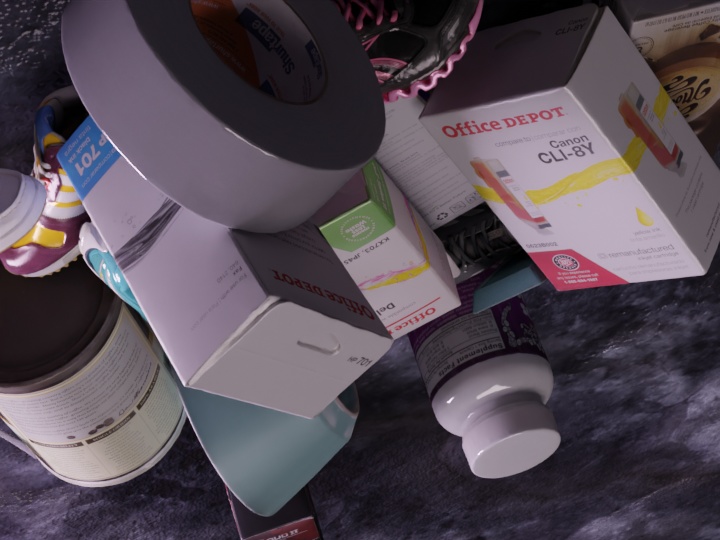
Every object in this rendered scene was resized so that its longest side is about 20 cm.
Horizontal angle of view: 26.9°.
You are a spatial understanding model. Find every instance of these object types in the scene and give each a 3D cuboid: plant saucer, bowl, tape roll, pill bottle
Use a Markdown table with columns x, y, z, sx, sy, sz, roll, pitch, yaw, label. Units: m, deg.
| x | y | z | sx | sy | sz | roll | pitch | yaw | label |
| --- | --- | --- | --- | --- | --- | --- | --- | --- | --- |
| 0.151 | -0.014 | 1.285 | 0.069 | 0.019 | 0.200 | -26 | -175 | 28 | plant saucer |
| -0.071 | 0.091 | 1.253 | 0.104 | 0.202 | 0.201 | -25 | 149 | 9 | bowl |
| -0.080 | -0.123 | 0.911 | 0.199 | 0.202 | 0.066 | 13 | 136 | -43 | tape roll |
| 0.105 | 0.075 | 1.328 | 0.111 | 0.202 | 0.113 | -14 | 149 | -9 | pill bottle |

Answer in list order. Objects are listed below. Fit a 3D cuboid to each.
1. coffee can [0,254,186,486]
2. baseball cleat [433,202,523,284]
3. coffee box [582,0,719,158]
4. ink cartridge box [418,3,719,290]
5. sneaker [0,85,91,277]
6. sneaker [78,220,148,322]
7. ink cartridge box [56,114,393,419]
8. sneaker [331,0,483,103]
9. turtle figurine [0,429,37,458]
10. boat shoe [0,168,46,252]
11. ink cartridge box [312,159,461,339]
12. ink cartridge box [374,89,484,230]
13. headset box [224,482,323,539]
| x | y | z | sx | sy | sz | roll | pitch | yaw | label |
| --- | --- | --- | --- | --- | --- | --- | --- | --- | --- |
| -0.228 | 0.065 | 1.176 | 0.145 | 0.148 | 0.201 | -19 | 149 | 0 | coffee can |
| 0.105 | -0.034 | 1.256 | 0.199 | 0.070 | 0.106 | -32 | -170 | 4 | baseball cleat |
| 0.226 | -0.159 | 1.145 | 0.112 | 0.080 | 0.201 | -14 | 149 | -10 | coffee box |
| 0.159 | -0.084 | 1.102 | 0.144 | 0.084 | 0.200 | -7 | 135 | 46 | ink cartridge box |
| -0.205 | -0.077 | 1.043 | 0.200 | 0.075 | 0.090 | -44 | 144 | 20 | sneaker |
| -0.121 | 0.027 | 1.071 | 0.078 | 0.080 | 0.200 | -50 | 134 | 4 | sneaker |
| -0.087 | -0.015 | 0.966 | 0.086 | 0.201 | 0.146 | -42 | 149 | 16 | ink cartridge box |
| -0.010 | -0.157 | 1.034 | 0.199 | 0.080 | 0.095 | -31 | 136 | 16 | sneaker |
| -0.377 | 0.152 | 1.240 | 0.144 | 0.199 | 0.194 | -51 | 147 | -13 | turtle figurine |
| -0.309 | -0.043 | 1.005 | 0.197 | 0.071 | 0.070 | -8 | 138 | 15 | boat shoe |
| 0.000 | 0.000 | 1.170 | 0.116 | 0.068 | 0.200 | -28 | 140 | 14 | ink cartridge box |
| -0.008 | -0.070 | 1.188 | 0.197 | 0.044 | 0.200 | -29 | 150 | 15 | ink cartridge box |
| -0.090 | 0.219 | 1.497 | 0.076 | 0.150 | 0.201 | -17 | 149 | -5 | headset box |
